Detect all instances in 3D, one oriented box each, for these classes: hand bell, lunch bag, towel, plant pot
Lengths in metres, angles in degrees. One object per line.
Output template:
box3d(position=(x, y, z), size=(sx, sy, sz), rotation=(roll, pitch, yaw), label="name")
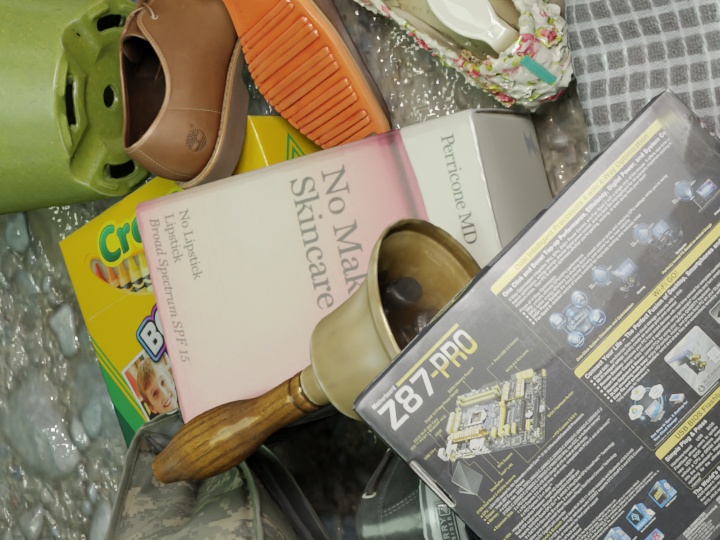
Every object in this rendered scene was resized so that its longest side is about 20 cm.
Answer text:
box3d(position=(-0.031, 0.062, 1.077), size=(0.200, 0.104, 0.104), rotation=(-28, 78, 33), label="hand bell")
box3d(position=(-0.068, 0.186, 1.228), size=(0.117, 0.200, 0.164), rotation=(-23, 120, 6), label="lunch bag")
box3d(position=(0.192, -0.086, 1.016), size=(0.200, 0.085, 0.166), rotation=(-7, 93, 44), label="towel")
box3d(position=(-0.225, -0.108, 1.357), size=(0.189, 0.200, 0.201), rotation=(4, 101, 30), label="plant pot")

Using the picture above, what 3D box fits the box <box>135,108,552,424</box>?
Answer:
box3d(position=(0.000, 0.000, 1.152), size=(0.199, 0.109, 0.128), rotation=(-15, 86, 22), label="box")

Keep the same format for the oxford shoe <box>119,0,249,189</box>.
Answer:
box3d(position=(-0.105, -0.146, 1.263), size=(0.071, 0.071, 0.201), rotation=(-27, 53, 43), label="oxford shoe")

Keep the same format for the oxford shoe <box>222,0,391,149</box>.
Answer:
box3d(position=(-0.035, -0.154, 1.233), size=(0.071, 0.073, 0.200), rotation=(-26, 100, 44), label="oxford shoe")

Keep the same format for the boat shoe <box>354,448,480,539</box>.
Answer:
box3d(position=(0.041, 0.098, 1.118), size=(0.056, 0.200, 0.069), rotation=(-11, 100, 13), label="boat shoe")

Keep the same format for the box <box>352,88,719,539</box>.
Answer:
box3d(position=(0.120, 0.046, 0.957), size=(0.161, 0.049, 0.200), rotation=(44, 89, -1), label="box")

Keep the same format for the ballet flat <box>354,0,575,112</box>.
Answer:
box3d(position=(0.039, -0.157, 1.159), size=(0.200, 0.064, 0.076), rotation=(37, 98, 33), label="ballet flat")

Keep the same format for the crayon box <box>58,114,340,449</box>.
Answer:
box3d(position=(-0.083, 0.023, 1.313), size=(0.200, 0.058, 0.173), rotation=(-29, 77, 41), label="crayon box")
